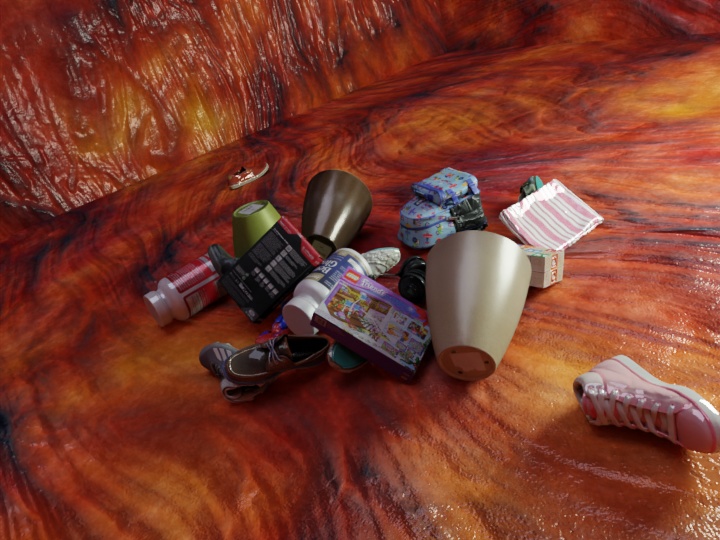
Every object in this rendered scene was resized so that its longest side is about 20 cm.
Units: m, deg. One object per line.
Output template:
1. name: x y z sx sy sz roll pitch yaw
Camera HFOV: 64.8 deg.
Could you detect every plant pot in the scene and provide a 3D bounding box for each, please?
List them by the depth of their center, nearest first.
1. plant pot: 0.185 0.071 0.940 0.184 0.189 0.202 -4 44 23
2. plant pot: -0.234 -0.059 1.375 0.184 0.203 0.188 -14 27 7
3. plant pot: -0.078 -0.122 1.459 0.184 0.188 0.202 -5 43 23

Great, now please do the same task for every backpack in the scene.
1. backpack: 0.178 -0.142 1.365 0.198 0.136 0.183 -25 27 -9

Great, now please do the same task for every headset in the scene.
1. headset: 0.111 0.031 1.175 0.196 0.095 0.124 3 25 5

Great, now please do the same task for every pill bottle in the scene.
1. pill bottle: -0.069 0.049 1.175 0.110 0.112 0.200 5 34 37
2. pill bottle: -0.417 0.048 1.381 0.199 0.114 0.111 -34 31 -30

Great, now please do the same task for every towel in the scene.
1. towel: 0.409 -0.114 1.214 0.198 0.030 0.147 -30 63 -24

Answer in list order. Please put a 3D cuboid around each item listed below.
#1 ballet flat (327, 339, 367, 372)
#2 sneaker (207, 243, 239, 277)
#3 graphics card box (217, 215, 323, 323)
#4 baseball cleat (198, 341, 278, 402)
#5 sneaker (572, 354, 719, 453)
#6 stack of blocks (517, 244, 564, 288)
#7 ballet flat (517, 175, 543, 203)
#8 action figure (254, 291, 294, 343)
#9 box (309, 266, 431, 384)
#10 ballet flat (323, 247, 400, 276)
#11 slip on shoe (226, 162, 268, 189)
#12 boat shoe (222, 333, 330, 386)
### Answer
1. ballet flat: 0.002 0.125 1.044 0.071 0.073 0.200 6 33 38
2. sneaker: -0.254 -0.002 1.282 0.114 0.200 0.076 -43 -11 4
3. graphics card box: -0.190 0.000 1.205 0.200 0.126 0.051 -45 -12 1
4. baseball cleat: -0.249 0.190 1.066 0.197 0.071 0.107 0 31 32
5. sneaker: 0.350 0.180 0.723 0.103 0.077 0.200 -17 19 -10
6. stack of blocks: 0.278 -0.015 1.106 0.198 0.060 0.114 12 18 41
7. ballet flat: 0.406 -0.152 1.338 0.073 0.075 0.201 -8 29 18
8. action figure: -0.163 0.115 1.178 0.065 0.052 0.201 -6 34 33
9. box: 0.029 0.091 0.995 0.198 0.039 0.137 30 45 8
10. ballet flat: 0.000 0.000 1.297 0.197 0.073 0.072 -10 27 19
11. slip on shoe: -0.453 -0.393 2.283 0.199 0.062 0.074 -33 29 -31
12. boat shoe: -0.146 0.146 1.009 0.197 0.073 0.073 -12 66 -30
